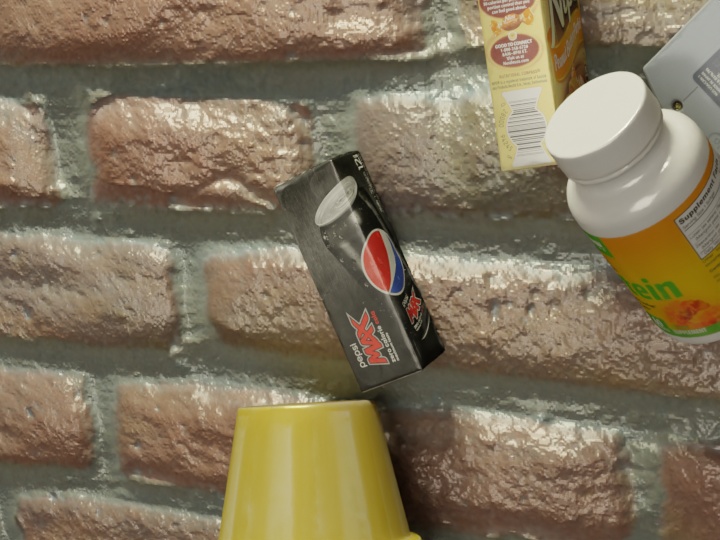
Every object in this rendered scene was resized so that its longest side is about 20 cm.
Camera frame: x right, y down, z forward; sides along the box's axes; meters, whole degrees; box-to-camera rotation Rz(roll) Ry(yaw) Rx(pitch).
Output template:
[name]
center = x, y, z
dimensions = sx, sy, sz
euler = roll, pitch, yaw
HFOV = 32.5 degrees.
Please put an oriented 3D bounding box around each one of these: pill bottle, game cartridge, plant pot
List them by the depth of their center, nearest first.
[pill bottle]
center = 0.222, -0.047, 0.917
dimensions = 0.110, 0.112, 0.200
euler = -26, 124, 27
[game cartridge]
center = 0.319, -0.119, 0.946
dimensions = 0.200, 0.041, 0.133
euler = 48, 121, 7
[plant pot]
center = -0.044, 0.215, 1.116
dimensions = 0.199, 0.200, 0.192
euler = -7, 84, 25

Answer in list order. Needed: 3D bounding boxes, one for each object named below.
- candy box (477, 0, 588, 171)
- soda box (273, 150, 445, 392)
[candy box]
center = 0.136, -0.187, 0.967
dimensions = 0.055, 0.115, 0.203
euler = -4, 101, 24
[soda box]
center = 0.000, 0.000, 1.105
dimensions = 0.070, 0.063, 0.202
euler = -23, 93, 27
